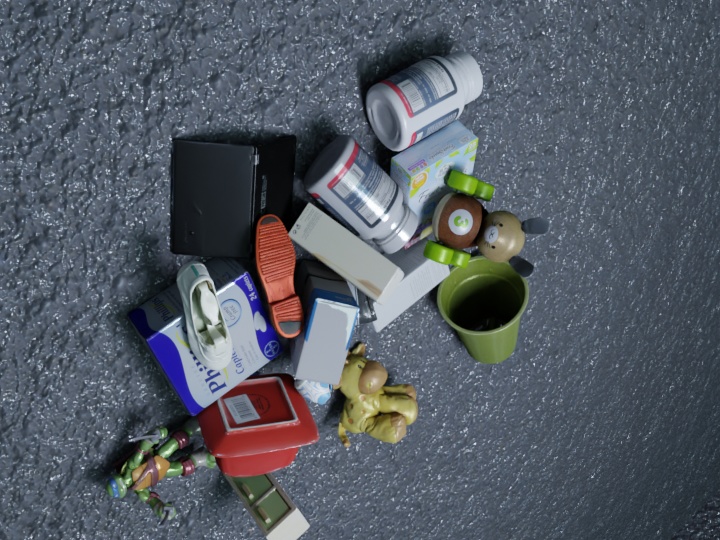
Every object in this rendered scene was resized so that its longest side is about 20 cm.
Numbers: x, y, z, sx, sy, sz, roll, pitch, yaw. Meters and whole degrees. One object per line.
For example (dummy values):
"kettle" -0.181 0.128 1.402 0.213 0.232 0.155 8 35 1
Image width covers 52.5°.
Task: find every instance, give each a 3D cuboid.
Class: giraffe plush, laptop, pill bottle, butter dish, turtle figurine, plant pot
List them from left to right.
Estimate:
"turtle figurine" -0.324 0.340 1.253 0.192 0.146 0.199 -25 170 -47
"laptop" -0.209 -0.129 1.226 0.199 0.113 0.192 -33 135 -58
"butter dish" -0.191 0.292 1.284 0.194 0.201 0.151 -2 120 -23
"pill bottle" 0.006 -0.127 1.286 0.199 0.119 0.120 42 84 -24
"giraffe plush" 0.011 0.245 1.502 0.194 0.173 0.166 -12 113 7
"pill bottle" 0.118 -0.311 1.309 0.197 0.119 0.122 -31 127 -22
"plant pot" 0.279 0.105 1.617 0.199 0.199 0.192 -40 143 -14

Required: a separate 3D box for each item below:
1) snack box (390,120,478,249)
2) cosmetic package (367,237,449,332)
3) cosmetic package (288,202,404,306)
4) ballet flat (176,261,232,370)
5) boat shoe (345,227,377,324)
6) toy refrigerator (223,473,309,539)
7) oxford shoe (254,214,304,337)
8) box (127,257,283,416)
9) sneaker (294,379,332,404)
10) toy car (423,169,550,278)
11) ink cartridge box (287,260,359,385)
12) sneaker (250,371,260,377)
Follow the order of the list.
"snack box" 0.135 -0.161 1.396 0.167 0.068 0.202 -32 148 -21
"cosmetic package" 0.071 0.020 1.452 0.198 0.101 0.072 -36 129 -17
"cosmetic package" -0.023 -0.026 1.279 0.072 0.198 0.105 -54 167 0
"ballet flat" -0.235 0.084 1.132 0.068 0.069 0.205 -25 123 -25
"boat shoe" 0.000 0.000 1.360 0.055 0.069 0.206 -3 79 0
"toy refrigerator" -0.183 0.430 1.384 0.075 0.199 0.071 -37 129 -15
"oxford shoe" -0.147 0.010 1.221 0.069 0.072 0.206 -10 94 -25
"box" -0.257 0.107 1.237 0.198 0.104 0.187 -35 127 -19
"sneaker" -0.083 0.191 1.363 0.071 0.200 0.073 -39 101 10
"toy car" 0.241 -0.068 1.336 0.156 0.197 0.168 8 104 -57
"ink cartridge box" -0.073 0.087 1.297 0.082 0.201 0.148 12 107 -15
"sneaker" -0.184 0.276 1.394 0.065 0.078 0.204 -27 124 -21
